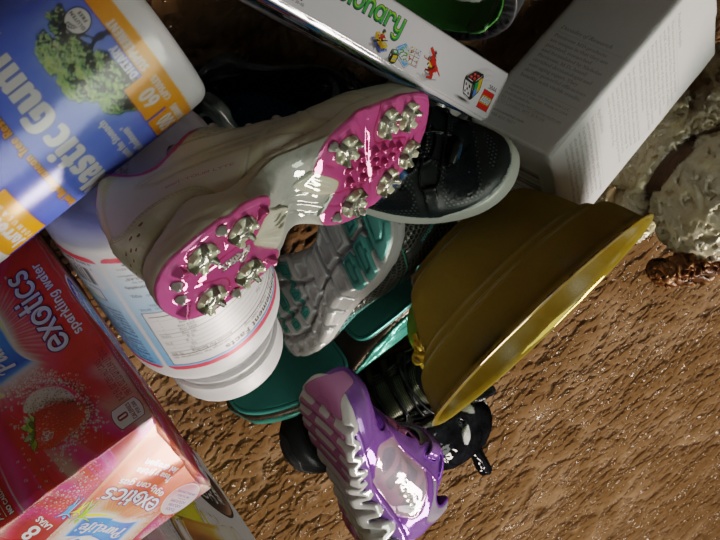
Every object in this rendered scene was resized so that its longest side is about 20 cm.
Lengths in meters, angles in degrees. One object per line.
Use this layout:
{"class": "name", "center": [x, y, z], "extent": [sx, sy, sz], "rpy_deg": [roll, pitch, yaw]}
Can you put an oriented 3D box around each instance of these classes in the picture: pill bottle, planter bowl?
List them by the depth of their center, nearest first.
{"class": "pill bottle", "center": [-0.187, -0.070, 0.610], "extent": [0.200, 0.112, 0.112], "rpy_deg": [-40, 145, -4]}
{"class": "pill bottle", "center": [-0.113, -0.003, 0.754], "extent": [0.109, 0.109, 0.200], "rpy_deg": [-34, 145, -11]}
{"class": "planter bowl", "center": [0.094, 0.006, 0.811], "extent": [0.200, 0.083, 0.200], "rpy_deg": [-41, 167, -12]}

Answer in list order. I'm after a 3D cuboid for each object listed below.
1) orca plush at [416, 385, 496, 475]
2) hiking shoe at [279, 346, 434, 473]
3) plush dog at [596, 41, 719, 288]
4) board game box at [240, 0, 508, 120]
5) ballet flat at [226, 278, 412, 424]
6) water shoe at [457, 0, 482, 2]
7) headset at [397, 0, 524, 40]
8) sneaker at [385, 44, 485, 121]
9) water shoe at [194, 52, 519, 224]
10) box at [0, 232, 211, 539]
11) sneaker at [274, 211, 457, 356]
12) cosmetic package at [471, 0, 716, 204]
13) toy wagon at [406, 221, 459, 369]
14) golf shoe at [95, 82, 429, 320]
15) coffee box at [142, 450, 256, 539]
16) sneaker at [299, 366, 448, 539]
{"class": "orca plush", "center": [0.083, 0.154, 1.067], "extent": [0.105, 0.071, 0.200], "rpy_deg": [-30, 176, -5]}
{"class": "hiking shoe", "center": [0.022, 0.098, 0.994], "extent": [0.200, 0.076, 0.101], "rpy_deg": [-27, 171, -35]}
{"class": "plush dog", "center": [0.260, -0.083, 0.966], "extent": [0.160, 0.172, 0.200], "rpy_deg": [16, 117, -50]}
{"class": "board game box", "center": [-0.020, -0.146, 0.673], "extent": [0.200, 0.126, 0.035], "rpy_deg": [19, 100, -52]}
{"class": "ballet flat", "center": [-0.013, 0.059, 0.955], "extent": [0.200, 0.067, 0.070], "rpy_deg": [-38, 158, -3]}
{"class": "water shoe", "center": [0.138, -0.211, 0.787], "extent": [0.200, 0.072, 0.079], "rpy_deg": [-37, 140, -8]}
{"class": "headset", "center": [0.005, -0.190, 0.664], "extent": [0.200, 0.123, 0.094], "rpy_deg": [41, 68, -26]}
{"class": "sneaker", "center": [0.003, -0.077, 0.822], "extent": [0.200, 0.066, 0.091], "rpy_deg": [-29, 141, -22]}
{"class": "water shoe", "center": [-0.003, -0.078, 0.718], "extent": [0.079, 0.199, 0.072], "rpy_deg": [89, 10, -74]}
{"class": "box", "center": [-0.182, 0.062, 0.677], "extent": [0.100, 0.200, 0.096], "rpy_deg": [-36, 146, -8]}
{"class": "sneaker", "center": [0.000, 0.000, 0.847], "extent": [0.091, 0.078, 0.200], "rpy_deg": [-17, 168, -34]}
{"class": "cosmetic package", "center": [0.172, -0.135, 0.875], "extent": [0.200, 0.071, 0.102], "rpy_deg": [-48, 148, -17]}
{"class": "toy wagon", "center": [0.083, 0.000, 0.925], "extent": [0.200, 0.039, 0.156], "rpy_deg": [-48, 129, -36]}
{"class": "golf shoe", "center": [-0.048, -0.057, 0.634], "extent": [0.200, 0.091, 0.076], "rpy_deg": [-33, 146, -34]}
{"class": "coffee box", "center": [-0.185, 0.235, 0.857], "extent": [0.200, 0.200, 0.198], "rpy_deg": [-43, 146, 1]}
{"class": "sneaker", "center": [0.018, 0.139, 0.924], "extent": [0.088, 0.080, 0.201], "rpy_deg": [-29, 131, -13]}
